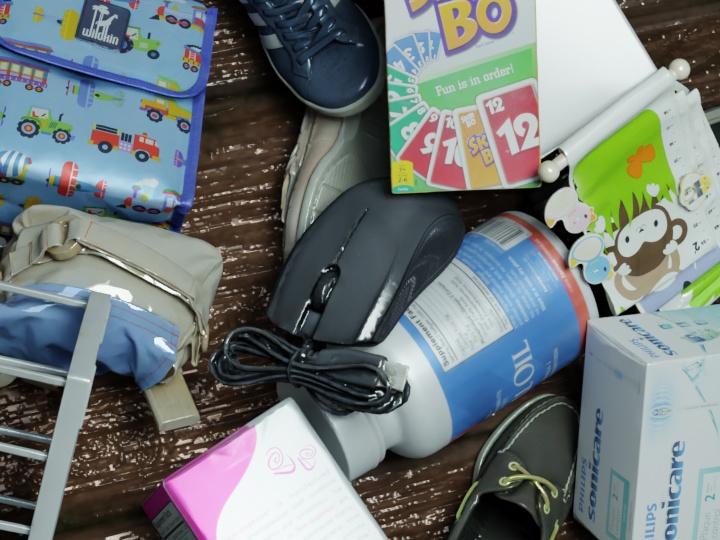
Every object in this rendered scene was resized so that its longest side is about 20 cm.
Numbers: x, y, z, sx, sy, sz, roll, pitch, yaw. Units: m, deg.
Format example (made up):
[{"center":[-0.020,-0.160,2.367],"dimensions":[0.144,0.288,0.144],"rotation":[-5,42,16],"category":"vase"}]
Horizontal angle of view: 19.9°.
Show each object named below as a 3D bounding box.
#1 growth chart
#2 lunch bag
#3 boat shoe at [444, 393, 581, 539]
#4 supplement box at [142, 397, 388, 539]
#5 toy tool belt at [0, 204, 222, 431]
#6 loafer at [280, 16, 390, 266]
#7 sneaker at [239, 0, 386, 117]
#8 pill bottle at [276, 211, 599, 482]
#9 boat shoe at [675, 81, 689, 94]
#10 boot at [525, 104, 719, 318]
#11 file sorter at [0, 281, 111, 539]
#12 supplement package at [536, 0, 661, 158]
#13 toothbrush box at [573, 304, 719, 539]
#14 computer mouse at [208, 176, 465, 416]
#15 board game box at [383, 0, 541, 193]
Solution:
[{"center":[0.195,-0.038,1.337],"dimensions":[0.145,0.018,0.200],"rotation":[-45,129,-11],"category":"growth chart"},{"center":[-0.179,-0.119,1.359],"dimensions":[0.150,0.094,0.200],"rotation":[12,60,-10],"category":"lunch bag"},{"center":[0.099,0.165,1.353],"dimensions":[0.072,0.061,0.201],"rotation":[33,69,-4],"category":"boat shoe"},{"center":[-0.037,0.195,1.287],"dimensions":[0.101,0.103,0.200],"rotation":[-32,86,-20],"category":"supplement box"},{"center":[-0.191,0.027,1.284],"dimensions":[0.200,0.125,0.123],"rotation":[12,63,-11],"category":"toy tool belt"},{"center":[-0.016,-0.078,1.401],"dimensions":[0.072,0.063,0.200],"rotation":[32,68,-40],"category":"loafer"},{"center":[-0.053,-0.189,1.371],"dimensions":[0.075,0.085,0.200],"rotation":[-36,62,6],"category":"sneaker"},{"center":[0.048,0.054,1.345],"dimensions":[0.200,0.112,0.112],"rotation":[-32,84,-20],"category":"pill bottle"},{"center":[0.134,-0.138,1.455],"dimensions":[0.200,0.073,0.062],"rotation":[16,96,-11],"category":"boat shoe"},{"center":[0.230,-0.026,1.442],"dimensions":[0.203,0.073,0.154],"rotation":[-23,87,-22],"category":"boot"},{"center":[-0.231,0.114,1.193],"dimensions":[0.124,0.139,0.200],"rotation":[14,108,-7],"category":"file sorter"},{"center":[0.089,-0.180,1.350],"dimensions":[0.120,0.121,0.200],"rotation":[-33,97,1],"category":"supplement package"},{"center":[0.249,0.102,1.357],"dimensions":[0.200,0.085,0.147],"rotation":[-5,110,-21],"category":"toothbrush box"},{"center":[0.000,0.000,1.293],"dimensions":[0.138,0.053,0.200],"rotation":[10,46,28],"category":"computer mouse"},{"center":[0.063,-0.150,1.280],"dimensions":[0.095,0.030,0.200],"rotation":[-3,97,0],"category":"board game box"}]
